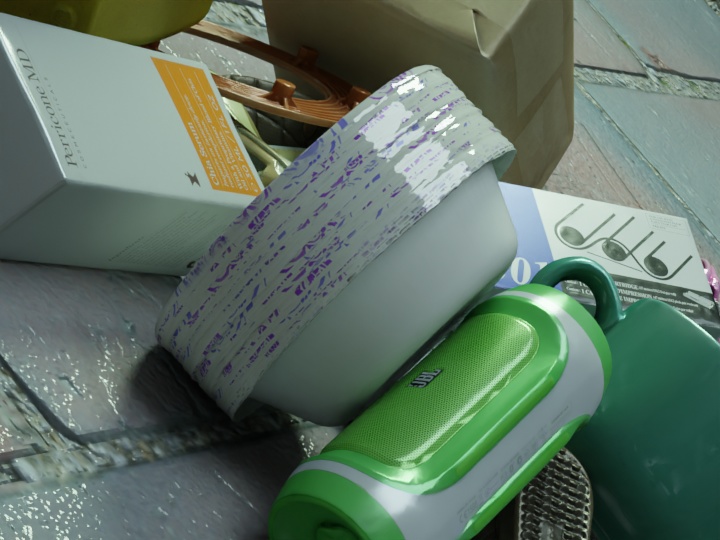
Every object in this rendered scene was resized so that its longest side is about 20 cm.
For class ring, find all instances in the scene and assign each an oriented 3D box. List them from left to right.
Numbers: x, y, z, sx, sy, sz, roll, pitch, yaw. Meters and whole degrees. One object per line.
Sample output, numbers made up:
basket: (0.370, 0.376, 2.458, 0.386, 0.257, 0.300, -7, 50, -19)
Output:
ring: (-0.079, -0.132, 1.417, 0.200, 0.019, 0.200, 21, 14, -5)

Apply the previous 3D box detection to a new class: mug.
mug: (0.151, 0.100, 1.308, 0.185, 0.114, 0.152, 45, -13, 32)

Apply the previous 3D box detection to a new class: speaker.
speaker: (0.042, 0.087, 1.156, 0.088, 0.088, 0.200, 47, 50, 4)

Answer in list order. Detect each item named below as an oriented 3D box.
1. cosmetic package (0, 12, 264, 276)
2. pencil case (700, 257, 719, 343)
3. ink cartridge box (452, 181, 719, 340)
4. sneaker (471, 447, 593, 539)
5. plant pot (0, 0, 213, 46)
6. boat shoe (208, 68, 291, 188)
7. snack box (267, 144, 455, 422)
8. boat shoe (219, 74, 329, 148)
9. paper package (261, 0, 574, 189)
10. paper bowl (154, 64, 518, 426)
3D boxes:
cosmetic package: (-0.137, -0.061, 1.203, 0.200, 0.071, 0.102, 5, 55, -62)
pencil case: (0.212, 0.096, 1.500, 0.087, 0.082, 0.201, -107, 180, -79)
ink cartridge box: (0.110, -0.001, 1.382, 0.199, 0.044, 0.094, 9, 43, -22)
sneaker: (0.072, 0.178, 1.189, 0.070, 0.076, 0.200, 33, 43, -9)
plant pot: (-0.163, -0.228, 1.257, 0.199, 0.201, 0.177, 25, 27, 0)
boat shoe: (-0.074, -0.049, 1.343, 0.063, 0.073, 0.201, 7, 38, -50)
snack box: (0.018, 0.012, 1.379, 0.116, 0.037, 0.200, 3, 47, -35)
boat shoe: (-0.034, -0.066, 1.481, 0.200, 0.072, 0.067, 24, -6, -31)
paper package: (0.037, -0.148, 1.509, 0.190, 0.104, 0.200, 28, -26, 20)
paper bowl: (0.000, 0.000, 1.188, 0.104, 0.201, 0.201, 46, 19, 5)
